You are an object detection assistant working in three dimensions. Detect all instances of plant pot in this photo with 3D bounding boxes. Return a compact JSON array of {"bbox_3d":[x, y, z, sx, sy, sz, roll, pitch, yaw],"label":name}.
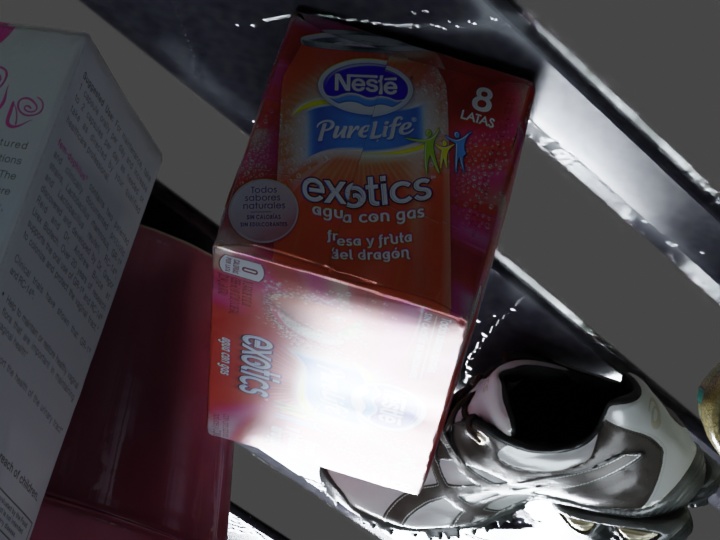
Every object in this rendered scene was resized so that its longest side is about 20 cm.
[{"bbox_3d":[-0.134,0.073,1.113,0.200,0.179,0.200,14,166,4],"label":"plant pot"}]

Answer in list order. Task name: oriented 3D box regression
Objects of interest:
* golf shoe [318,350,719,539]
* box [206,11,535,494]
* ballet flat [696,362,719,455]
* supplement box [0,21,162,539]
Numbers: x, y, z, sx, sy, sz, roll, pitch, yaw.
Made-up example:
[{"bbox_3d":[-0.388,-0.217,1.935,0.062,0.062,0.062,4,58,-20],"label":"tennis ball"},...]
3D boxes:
[{"bbox_3d":[0.061,0.070,1.152,0.200,0.078,0.095,0,134,32],"label":"golf shoe"},{"bbox_3d":[0.000,0.000,0.977,0.095,0.100,0.200,16,157,3],"label":"box"},{"bbox_3d":[0.230,0.081,1.061,0.200,0.071,0.071,20,157,-10],"label":"ballet flat"},{"bbox_3d":[-0.163,0.011,0.988,0.101,0.200,0.103,9,157,20],"label":"supplement box"}]
